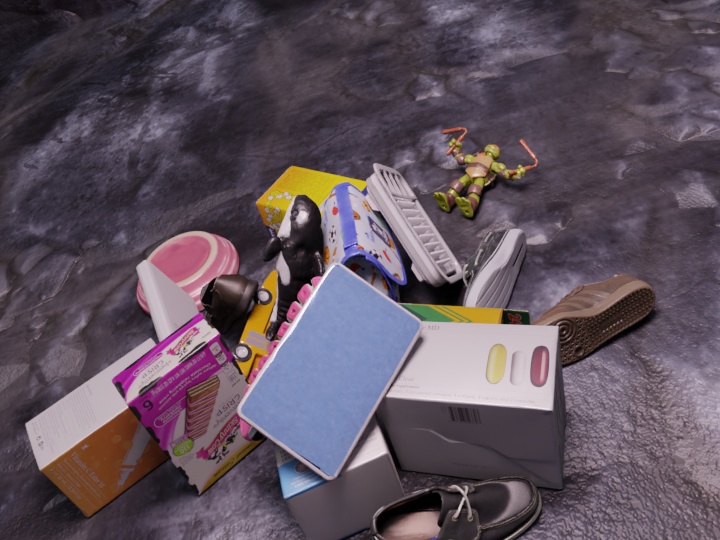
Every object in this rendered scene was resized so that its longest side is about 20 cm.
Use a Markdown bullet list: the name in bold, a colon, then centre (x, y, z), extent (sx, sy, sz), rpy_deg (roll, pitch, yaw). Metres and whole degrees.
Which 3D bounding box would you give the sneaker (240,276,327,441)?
- **sneaker**: centre (-0.066, 0.114, 0.776), extent (0.203, 0.087, 0.073), rpy_deg (-61, 25, -12)

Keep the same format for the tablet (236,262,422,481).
- **tablet**: centre (-0.030, 0.105, 0.727), extent (0.128, 0.014, 0.202), rpy_deg (33, 72, 1)

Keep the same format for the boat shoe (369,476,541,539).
- **boat shoe**: centre (0.106, 0.270, 0.737), extent (0.194, 0.069, 0.073), rpy_deg (-15, 47, 2)

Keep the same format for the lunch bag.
- **lunch bag**: centre (0.000, 0.000, 0.962), extent (0.120, 0.204, 0.172), rpy_deg (-11, 40, 0)

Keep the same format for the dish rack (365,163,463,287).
- **dish rack**: centre (0.077, -0.060, 0.995), extent (0.043, 0.171, 0.203), rpy_deg (-35, 83, 16)

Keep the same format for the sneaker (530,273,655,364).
- **sneaker**: centre (0.294, 0.064, 0.897), extent (0.195, 0.072, 0.076), rpy_deg (-21, 22, -6)

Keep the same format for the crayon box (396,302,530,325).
- **crayon box**: centre (0.122, 0.105, 0.861), extent (0.194, 0.129, 0.051), rpy_deg (1, 44, 23)

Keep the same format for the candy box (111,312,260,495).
- **candy box**: centre (-0.207, 0.175, 0.860), extent (0.135, 0.203, 0.061), rpy_deg (-38, 43, -19)

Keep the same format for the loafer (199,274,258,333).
- **loafer**: centre (-0.213, 0.040, 1.036), extent (0.199, 0.070, 0.074), rpy_deg (-35, 28, 60)

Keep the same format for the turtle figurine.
- **turtle figurine**: centre (0.197, -0.171, 1.173), extent (0.197, 0.065, 0.162), rpy_deg (28, 67, 30)

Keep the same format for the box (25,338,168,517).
- **box**: centre (-0.333, 0.216, 0.927), extent (0.198, 0.126, 0.097), rpy_deg (-36, 43, -17)

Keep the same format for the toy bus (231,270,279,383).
- **toy bus**: centre (-0.143, 0.095, 1.008), extent (0.076, 0.066, 0.203), rpy_deg (21, 46, -7)

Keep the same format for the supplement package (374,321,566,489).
- **supplement package**: centre (0.135, 0.154, 0.781), extent (0.194, 0.158, 0.112), rpy_deg (0, 44, 22)

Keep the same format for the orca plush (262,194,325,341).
- **orca plush**: centre (-0.084, 0.004, 0.922), extent (0.070, 0.104, 0.205), rpy_deg (21, 89, 38)

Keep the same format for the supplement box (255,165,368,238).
- **supplement box**: centre (-0.065, -0.091, 1.158), extent (0.196, 0.111, 0.110), rpy_deg (16, 52, 35)

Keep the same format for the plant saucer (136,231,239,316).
- **plant saucer**: centre (-0.319, -0.002, 1.209), extent (0.195, 0.052, 0.204), rpy_deg (-12, 42, 11)

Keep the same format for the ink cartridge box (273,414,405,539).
- **ink cartridge box**: centre (-0.038, 0.202, 0.823), extent (0.125, 0.127, 0.202), rpy_deg (-22, 42, -3)

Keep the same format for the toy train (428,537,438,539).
- **toy train**: centre (0.066, 0.376, 0.636), extent (0.114, 0.085, 0.202), rpy_deg (-27, 41, 7)

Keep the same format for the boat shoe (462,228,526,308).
- **boat shoe**: centre (0.187, 0.010, 0.992), extent (0.069, 0.074, 0.200), rpy_deg (1, 35, 35)

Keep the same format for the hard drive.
- **hard drive**: centre (-0.274, 0.085, 1.022), extent (0.026, 0.132, 0.201), rpy_deg (-36, 47, 1)
